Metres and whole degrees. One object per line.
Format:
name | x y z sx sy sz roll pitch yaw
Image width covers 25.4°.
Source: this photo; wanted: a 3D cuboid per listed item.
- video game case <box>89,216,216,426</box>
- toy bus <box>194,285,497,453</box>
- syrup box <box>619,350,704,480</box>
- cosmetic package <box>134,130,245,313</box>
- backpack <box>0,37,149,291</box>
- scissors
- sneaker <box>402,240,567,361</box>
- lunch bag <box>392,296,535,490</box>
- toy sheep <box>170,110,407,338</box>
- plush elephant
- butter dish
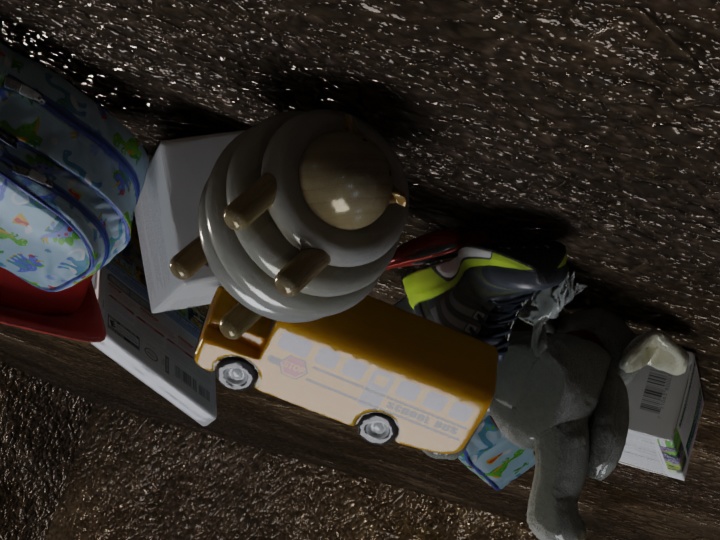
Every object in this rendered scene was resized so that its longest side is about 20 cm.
video game case | -0.182 0.028 1.400 0.018 0.201 0.143 -35 125 21
toy bus | -0.010 0.060 1.105 0.198 0.065 0.079 22 128 -8
syrup box | 0.253 0.123 1.406 0.081 0.080 0.200 14 167 19
cosmetic package | -0.120 -0.032 1.186 0.070 0.103 0.200 -9 176 -14
backpack | -0.245 -0.077 1.111 0.199 0.155 0.162 20 147 -39
scissors | 0.000 0.000 1.181 0.198 0.014 0.073 -17 171 25
sneaker | 0.094 0.026 1.151 0.073 0.082 0.200 -4 171 -20
lunch bag | 0.093 0.099 1.410 0.161 0.082 0.200 55 -177 25
toy sheep | -0.042 -0.030 0.992 0.137 0.139 0.200 23 154 -23
plush elephant | 0.161 0.088 1.250 0.164 0.202 0.154 26 -163 34
butter dish | -0.277 -0.064 1.251 0.199 0.148 0.200 16 -150 -37
